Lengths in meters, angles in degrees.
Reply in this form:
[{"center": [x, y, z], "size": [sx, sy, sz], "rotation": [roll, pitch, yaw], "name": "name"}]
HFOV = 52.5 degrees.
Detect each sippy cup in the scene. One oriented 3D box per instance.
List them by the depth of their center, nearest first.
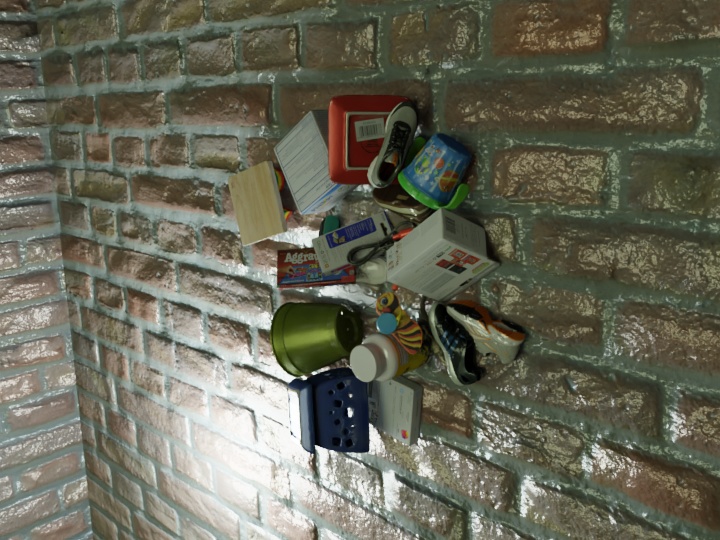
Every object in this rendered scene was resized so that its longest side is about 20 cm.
[{"center": [0.170, -0.221, 1.591], "size": [0.177, 0.140, 0.131], "rotation": [37, 114, 9], "name": "sippy cup"}]

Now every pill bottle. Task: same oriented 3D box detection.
[{"center": [0.073, 0.195, 1.729], "size": [0.112, 0.198, 0.114], "rotation": [13, 109, 42], "name": "pill bottle"}]

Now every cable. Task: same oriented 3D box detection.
[{"center": [0.060, -0.064, 1.731], "size": [0.197, 0.050, 0.099], "rotation": [-7, 86, 8], "name": "cable"}]

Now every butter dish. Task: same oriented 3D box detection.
[{"center": [0.014, -0.310, 1.710], "size": [0.148, 0.197, 0.203], "rotation": [-125, 35, -71], "name": "butter dish"}]

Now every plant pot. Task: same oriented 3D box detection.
[{"center": [-0.090, 0.364, 1.887], "size": [0.200, 0.177, 0.203], "rotation": [172, 95, -71], "name": "plant pot"}, {"center": [-0.101, 0.169, 1.923], "size": [0.191, 0.199, 0.203], "rotation": [-12, 91, 33], "name": "plant pot"}]

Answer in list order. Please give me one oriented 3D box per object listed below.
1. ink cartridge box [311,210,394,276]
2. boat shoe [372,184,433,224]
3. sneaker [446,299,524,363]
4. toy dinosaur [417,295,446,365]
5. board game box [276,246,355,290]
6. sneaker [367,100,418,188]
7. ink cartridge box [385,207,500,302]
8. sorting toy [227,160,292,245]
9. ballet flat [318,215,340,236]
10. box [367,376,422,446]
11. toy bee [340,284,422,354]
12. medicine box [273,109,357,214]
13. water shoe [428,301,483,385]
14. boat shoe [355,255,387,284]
[{"center": [-0.015, -0.066, 1.796], "size": [0.198, 0.037, 0.096], "rotation": [-22, 69, 2], "name": "ink cartridge box"}, {"center": [0.100, -0.151, 1.710], "size": [0.202, 0.075, 0.075], "rotation": [34, 162, 54], "name": "boat shoe"}, {"center": [0.265, 0.139, 1.616], "size": [0.199, 0.075, 0.093], "rotation": [32, 125, 37], "name": "sneaker"}, {"center": [0.161, 0.147, 1.708], "size": [0.047, 0.088, 0.203], "rotation": [-23, 84, 35], "name": "toy dinosaur"}, {"center": [-0.111, -0.009, 1.820], "size": [0.197, 0.019, 0.104], "rotation": [-5, 66, 7], "name": "board game box"}, {"center": [0.080, -0.274, 1.615], "size": [0.079, 0.073, 0.203], "rotation": [-128, 58, -73], "name": "sneaker"}, {"center": [0.182, -0.027, 1.627], "size": [0.200, 0.174, 0.085], "rotation": [-38, 41, 42], "name": "ink cartridge box"}, {"center": [-0.275, -0.191, 2.079], "size": [0.197, 0.069, 0.203], "rotation": [-13, 90, 46], "name": "sorting toy"}, {"center": [-0.090, -0.044, 1.886], "size": [0.073, 0.073, 0.203], "rotation": [-15, 57, 45], "name": "ballet flat"}, {"center": [0.068, 0.337, 1.881], "size": [0.199, 0.041, 0.158], "rotation": [20, 114, 42], "name": "box"}, {"center": [0.072, 0.093, 1.645], "size": [0.109, 0.199, 0.131], "rotation": [-54, 18, -3], "name": "toy bee"}, {"center": [-0.105, -0.275, 1.863], "size": [0.182, 0.102, 0.202], "rotation": [-33, 77, 44], "name": "medicine box"}, {"center": [0.223, 0.161, 1.669], "size": [0.078, 0.071, 0.202], "rotation": [-20, 92, 42], "name": "water shoe"}, {"center": [0.000, 0.000, 1.847], "size": [0.198, 0.069, 0.072], "rotation": [6, 105, 45], "name": "boat shoe"}]
